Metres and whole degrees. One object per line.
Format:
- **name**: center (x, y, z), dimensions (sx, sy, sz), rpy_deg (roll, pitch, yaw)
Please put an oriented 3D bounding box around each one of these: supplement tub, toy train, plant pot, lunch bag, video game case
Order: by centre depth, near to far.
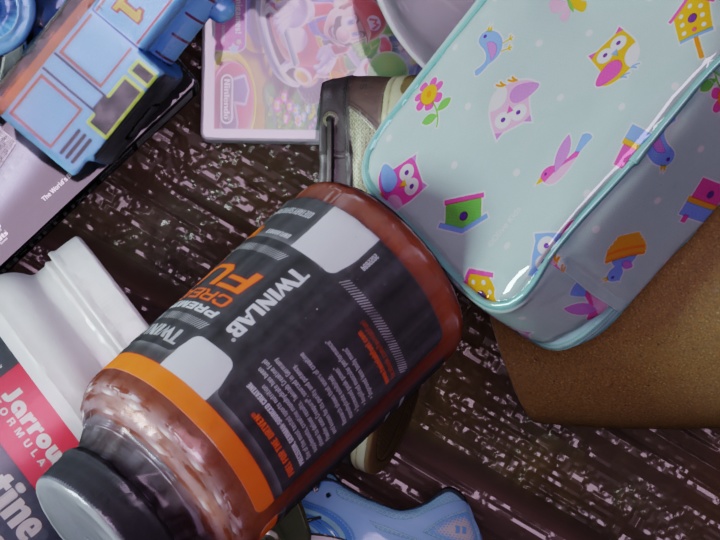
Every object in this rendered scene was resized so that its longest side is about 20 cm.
- **supplement tub**: center (-0.053, 0.057, 1.348), dimensions (0.107, 0.107, 0.200), rpy_deg (47, 66, 1)
- **lunch bag**: center (0.103, -0.076, 1.389), dimensions (0.200, 0.077, 0.160), rpy_deg (-50, 45, 5)
- **toy train**: center (-0.115, -0.145, 1.426), dimensions (0.114, 0.087, 0.200), rpy_deg (39, 96, -2)
- **supplement tub**: center (-0.180, 0.091, 1.438), dimensions (0.200, 0.140, 0.141), rpy_deg (-37, 89, -5)
- **plant pot**: center (0.167, 0.002, 1.454), dimensions (0.199, 0.186, 0.187), rpy_deg (-17, 87, 12)
- **video game case**: center (0.019, -0.136, 1.521), dimensions (0.199, 0.018, 0.144), rpy_deg (1, 86, -2)

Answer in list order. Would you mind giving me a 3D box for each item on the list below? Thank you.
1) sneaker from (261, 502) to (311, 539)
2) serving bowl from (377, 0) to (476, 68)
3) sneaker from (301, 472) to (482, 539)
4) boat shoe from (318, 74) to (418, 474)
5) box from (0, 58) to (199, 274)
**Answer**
- **sneaker**: center (-0.051, 0.157, 1.370), dimensions (0.067, 0.090, 0.201), rpy_deg (10, 50, -5)
- **serving bowl**: center (0.089, -0.182, 1.464), dimensions (0.199, 0.066, 0.201), rpy_deg (-7, 114, -16)
- **sneaker**: center (-0.033, 0.147, 1.487), dimensions (0.199, 0.078, 0.090), rpy_deg (-3, 69, -6)
- **boat shoe**: center (0.000, 0.000, 1.492), dimensions (0.065, 0.073, 0.201), rpy_deg (7, 91, 18)
- **box**: center (-0.205, -0.083, 1.493), dimensions (0.200, 0.050, 0.158), rpy_deg (-42, 89, -3)
